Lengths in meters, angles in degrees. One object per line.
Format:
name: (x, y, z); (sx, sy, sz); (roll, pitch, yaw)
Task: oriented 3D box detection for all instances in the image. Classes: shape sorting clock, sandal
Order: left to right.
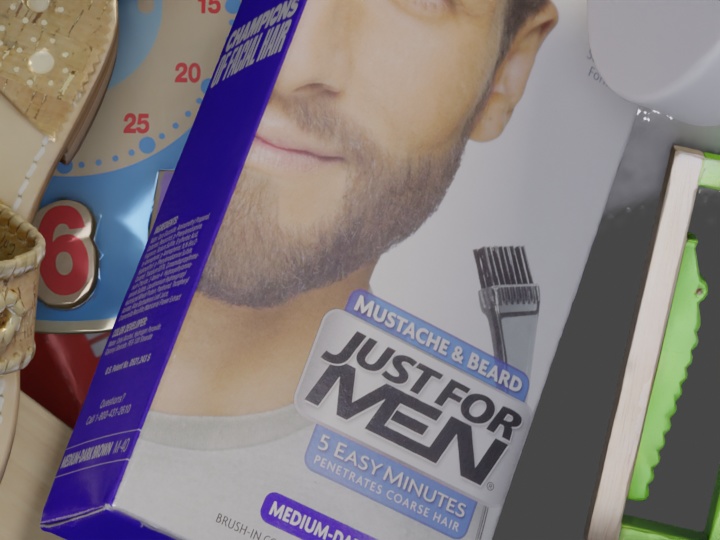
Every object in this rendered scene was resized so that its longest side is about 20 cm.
sandal: (-0.120, -0.009, 0.774); (0.077, 0.070, 0.212); (17, 68, 3)
shape sorting clock: (-0.088, -0.081, 0.863); (0.200, 0.039, 0.200); (0, 81, 2)

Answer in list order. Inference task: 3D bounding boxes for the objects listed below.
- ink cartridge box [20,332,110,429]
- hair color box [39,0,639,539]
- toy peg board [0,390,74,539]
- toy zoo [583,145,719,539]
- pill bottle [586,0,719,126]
ink cartridge box: (-0.129, 0.044, 0.896); (0.200, 0.050, 0.162); (-24, 96, 9)
hair color box: (0.000, 0.000, 0.806); (0.109, 0.065, 0.200); (26, 70, -19)
toy peg board: (-0.174, 0.113, 0.810); (0.200, 0.199, 0.098); (36, 141, 9)
toy zoo: (0.181, 0.045, 0.893); (0.200, 0.020, 0.131); (13, 98, 1)
pill bottle: (0.171, -0.066, 0.797); (0.200, 0.116, 0.116); (15, 99, -25)
